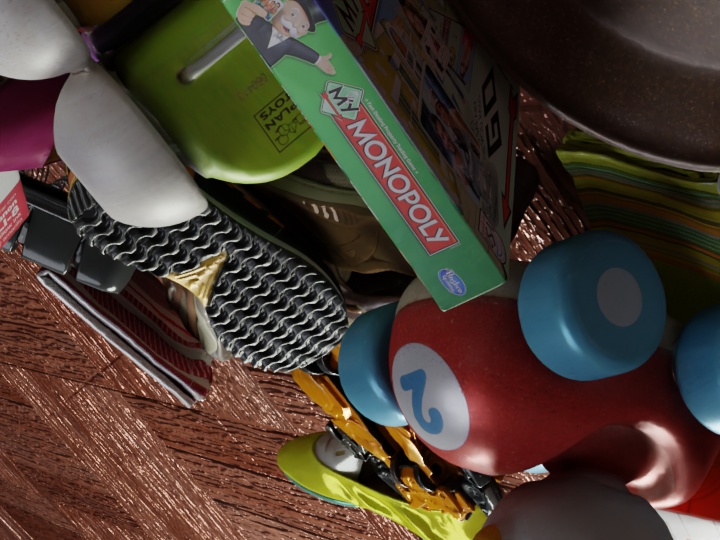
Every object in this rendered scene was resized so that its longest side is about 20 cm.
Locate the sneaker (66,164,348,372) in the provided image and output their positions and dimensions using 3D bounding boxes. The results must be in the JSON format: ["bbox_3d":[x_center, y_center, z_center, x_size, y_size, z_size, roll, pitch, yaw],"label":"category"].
[{"bbox_3d":[-0.076,-0.025,0.811,0.200,0.070,0.090,40,-157,-42],"label":"sneaker"}]

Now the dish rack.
[{"bbox_3d":[-0.207,-0.043,1.054,0.153,0.055,0.200,24,-171,-2],"label":"dish rack"}]

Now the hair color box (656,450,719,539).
[{"bbox_3d":[0.218,0.137,0.784,0.199,0.061,0.102,6,139,44],"label":"hair color box"}]

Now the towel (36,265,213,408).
[{"bbox_3d":[-0.163,0.024,1.119,0.144,0.023,0.200,41,-174,-10],"label":"towel"}]

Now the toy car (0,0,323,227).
[{"bbox_3d":[-0.089,-0.131,0.691,0.200,0.175,0.150,52,173,-25],"label":"toy car"}]

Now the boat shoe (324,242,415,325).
[{"bbox_3d":[0.000,0.000,0.890,0.199,0.072,0.072,26,136,31],"label":"boat shoe"}]

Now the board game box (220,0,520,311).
[{"bbox_3d":[0.014,-0.095,0.577,0.029,0.200,0.135,-24,118,22],"label":"board game box"}]

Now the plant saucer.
[{"bbox_3d":[0.107,-0.124,0.523,0.200,0.037,0.201,25,143,21],"label":"plant saucer"}]

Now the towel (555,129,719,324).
[{"bbox_3d":[0.156,0.017,0.748,0.086,0.018,0.200,20,149,41],"label":"towel"}]

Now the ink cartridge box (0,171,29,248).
[{"bbox_3d":[-0.284,-0.068,0.815,0.145,0.145,0.200,35,156,12],"label":"ink cartridge box"}]

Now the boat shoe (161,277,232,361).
[{"bbox_3d":[-0.106,-0.004,1.045,0.072,0.076,0.200,38,155,13],"label":"boat shoe"}]

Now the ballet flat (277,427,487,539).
[{"bbox_3d":[0.023,0.148,1.138,0.199,0.067,0.067,23,130,30],"label":"ballet flat"}]

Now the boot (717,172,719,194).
[{"bbox_3d":[0.219,-0.028,0.529,0.095,0.074,0.200,36,162,-19],"label":"boot"}]

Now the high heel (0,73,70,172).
[{"bbox_3d":[-0.125,-0.074,0.827,0.096,0.200,0.068,43,129,8],"label":"high heel"}]

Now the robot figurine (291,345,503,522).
[{"bbox_3d":[0.021,0.086,1.023,0.200,0.058,0.145,52,155,-21],"label":"robot figurine"}]

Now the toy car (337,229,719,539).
[{"bbox_3d":[0.085,0.109,0.704,0.176,0.201,0.184,20,157,-26],"label":"toy car"}]

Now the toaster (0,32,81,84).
[{"bbox_3d":[-0.231,-0.184,0.867,0.180,0.119,0.200,7,139,54],"label":"toaster"}]

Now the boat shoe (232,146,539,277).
[{"bbox_3d":[0.009,-0.045,0.798,0.199,0.072,0.072,12,152,49],"label":"boat shoe"}]
